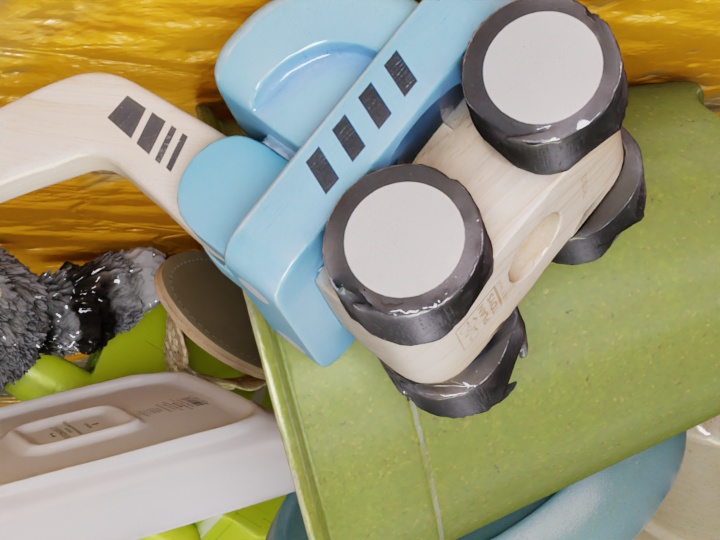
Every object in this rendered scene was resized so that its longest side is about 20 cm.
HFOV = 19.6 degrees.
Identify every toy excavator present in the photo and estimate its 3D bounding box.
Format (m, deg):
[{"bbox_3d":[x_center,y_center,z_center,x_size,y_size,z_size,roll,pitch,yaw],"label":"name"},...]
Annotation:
[{"bbox_3d":[-0.036,-0.032,0.659,0.199,0.195,0.100,37,172,23],"label":"toy excavator"}]

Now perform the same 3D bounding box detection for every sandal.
[{"bbox_3d":[-0.068,0.040,1.087,0.070,0.078,0.211,-39,168,19],"label":"sandal"}]

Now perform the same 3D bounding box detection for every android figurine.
[{"bbox_3d":[-0.090,0.079,1.108,0.199,0.183,0.041,32,132,-15],"label":"android figurine"}]

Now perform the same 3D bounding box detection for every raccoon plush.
[{"bbox_3d":[-0.182,0.000,0.989,0.199,0.097,0.134,-32,167,-23],"label":"raccoon plush"}]

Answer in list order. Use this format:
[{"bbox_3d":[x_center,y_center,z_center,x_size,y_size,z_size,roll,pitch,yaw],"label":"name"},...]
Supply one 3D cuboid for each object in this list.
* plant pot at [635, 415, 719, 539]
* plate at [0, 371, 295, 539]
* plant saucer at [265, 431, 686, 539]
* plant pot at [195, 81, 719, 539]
[{"bbox_3d":[0.184,0.042,1.014,0.198,0.203,0.184,-5,160,12],"label":"plant pot"},{"bbox_3d":[-0.126,0.084,0.933,0.198,0.033,0.199,-13,-170,-22],"label":"plate"},{"bbox_3d":[0.040,0.090,0.878,0.199,0.028,0.201,-23,-158,10],"label":"plant saucer"},{"bbox_3d":[0.053,0.012,0.788,0.188,0.202,0.200,-14,172,-3],"label":"plant pot"}]
